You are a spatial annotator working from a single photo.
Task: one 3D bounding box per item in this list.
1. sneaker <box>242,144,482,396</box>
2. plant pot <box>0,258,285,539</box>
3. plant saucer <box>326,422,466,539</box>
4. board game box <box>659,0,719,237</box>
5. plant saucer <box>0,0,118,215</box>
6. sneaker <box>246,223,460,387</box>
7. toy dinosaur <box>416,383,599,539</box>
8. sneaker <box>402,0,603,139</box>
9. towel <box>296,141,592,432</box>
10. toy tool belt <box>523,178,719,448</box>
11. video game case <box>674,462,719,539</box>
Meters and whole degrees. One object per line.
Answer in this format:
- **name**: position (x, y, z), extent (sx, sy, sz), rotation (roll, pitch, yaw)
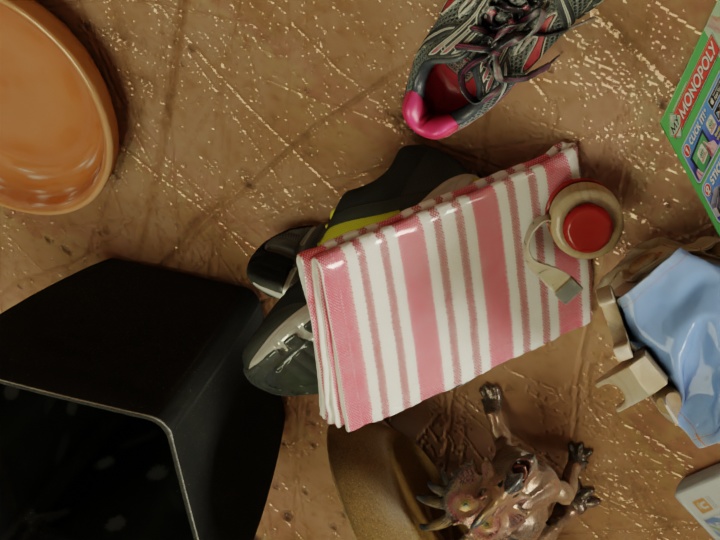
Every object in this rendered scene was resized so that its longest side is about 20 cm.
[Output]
- **sneaker**: position (0.000, 0.000, 1.568), extent (0.085, 0.200, 0.074), rotation (50, 180, 44)
- **plant pot**: position (-0.161, 0.106, 1.763), extent (0.199, 0.177, 0.200), rotation (12, 133, 26)
- **plant saucer**: position (0.042, 0.185, 1.711), extent (0.035, 0.200, 0.200), rotation (-28, 112, 14)
- **board game box**: position (0.234, -0.101, 1.346), extent (0.200, 0.029, 0.135), rotation (110, 147, -49)
- **plant saucer**: position (-0.253, -0.129, 1.715), extent (0.200, 0.037, 0.200), rotation (20, 137, 19)
- **sneaker**: position (0.021, 0.034, 1.651), extent (0.200, 0.075, 0.116), rotation (5, 132, 30)
- **toy dinosaur**: position (0.098, 0.175, 1.680), extent (0.086, 0.136, 0.200), rotation (13, 135, 25)
- **sneaker**: position (0.090, -0.148, 1.430), extent (0.081, 0.075, 0.200), rotation (35, 139, 2)
- **towel**: position (0.057, 0.009, 1.534), extent (0.030, 0.200, 0.146), rotation (48, 154, 45)
- **toy tool belt**: position (0.194, 0.032, 1.479), extent (0.125, 0.123, 0.200), rotation (-42, 104, 10)
- **video game case**: position (0.335, 0.187, 1.613), extent (0.200, 0.022, 0.182), rotation (46, 139, -11)
